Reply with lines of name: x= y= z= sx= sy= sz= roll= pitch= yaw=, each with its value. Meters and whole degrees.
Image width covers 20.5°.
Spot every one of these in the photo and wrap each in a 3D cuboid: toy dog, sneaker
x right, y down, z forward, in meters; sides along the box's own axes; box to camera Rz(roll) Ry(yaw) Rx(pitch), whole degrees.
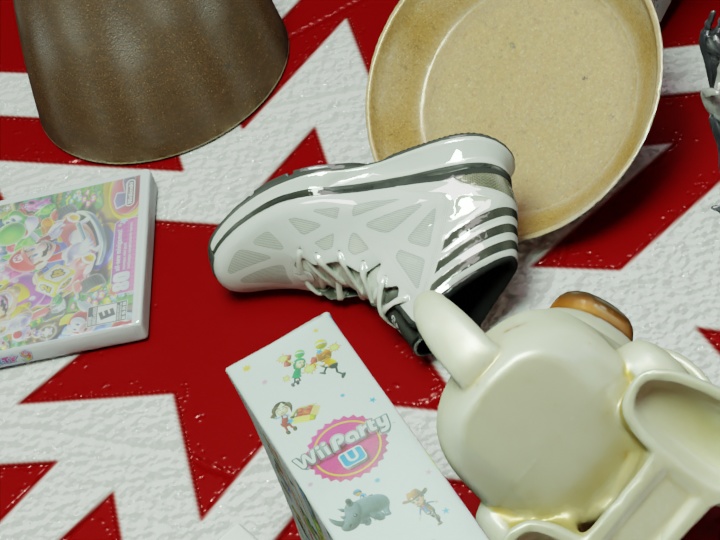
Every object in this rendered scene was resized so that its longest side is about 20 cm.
toy dog: x=0.098 y=0.082 z=0.984 sx=0.193 sy=0.200 sz=0.140 roll=30 pitch=97 yaw=1
sneaker: x=0.000 y=0.000 z=1.165 sx=0.199 sy=0.076 sz=0.116 roll=-18 pitch=55 yaw=19

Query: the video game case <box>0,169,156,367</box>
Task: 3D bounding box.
video game case: x=-0.230 y=0.007 z=1.280 sx=0.198 sy=0.018 sz=0.144 roll=-12 pitch=44 yaw=8

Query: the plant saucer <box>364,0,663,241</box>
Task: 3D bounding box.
plant saucer: x=0.097 y=-0.111 z=1.220 sx=0.198 sy=0.035 sz=0.202 roll=-8 pitch=74 yaw=28

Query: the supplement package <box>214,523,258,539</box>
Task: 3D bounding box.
supplement package: x=-0.028 y=0.236 z=0.901 sx=0.119 sy=0.122 sz=0.200 roll=-37 pitch=46 yaw=-18

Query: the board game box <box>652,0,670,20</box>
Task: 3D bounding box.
board game box: x=0.103 y=-0.243 z=1.284 sx=0.199 sy=0.148 sz=0.065 roll=22 pitch=71 yaw=25

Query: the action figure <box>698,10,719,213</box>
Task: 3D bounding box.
action figure: x=0.251 y=-0.089 z=1.149 sx=0.118 sy=0.103 sz=0.201 roll=-5 pitch=42 yaw=-2

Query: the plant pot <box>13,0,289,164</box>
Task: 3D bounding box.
plant pot: x=-0.163 y=-0.209 z=1.341 sx=0.185 sy=0.201 sz=0.188 roll=-10 pitch=44 yaw=10

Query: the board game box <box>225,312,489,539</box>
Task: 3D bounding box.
board game box: x=0.018 y=0.138 z=0.965 sx=0.064 sy=0.148 sz=0.200 roll=-29 pitch=44 yaw=-10
